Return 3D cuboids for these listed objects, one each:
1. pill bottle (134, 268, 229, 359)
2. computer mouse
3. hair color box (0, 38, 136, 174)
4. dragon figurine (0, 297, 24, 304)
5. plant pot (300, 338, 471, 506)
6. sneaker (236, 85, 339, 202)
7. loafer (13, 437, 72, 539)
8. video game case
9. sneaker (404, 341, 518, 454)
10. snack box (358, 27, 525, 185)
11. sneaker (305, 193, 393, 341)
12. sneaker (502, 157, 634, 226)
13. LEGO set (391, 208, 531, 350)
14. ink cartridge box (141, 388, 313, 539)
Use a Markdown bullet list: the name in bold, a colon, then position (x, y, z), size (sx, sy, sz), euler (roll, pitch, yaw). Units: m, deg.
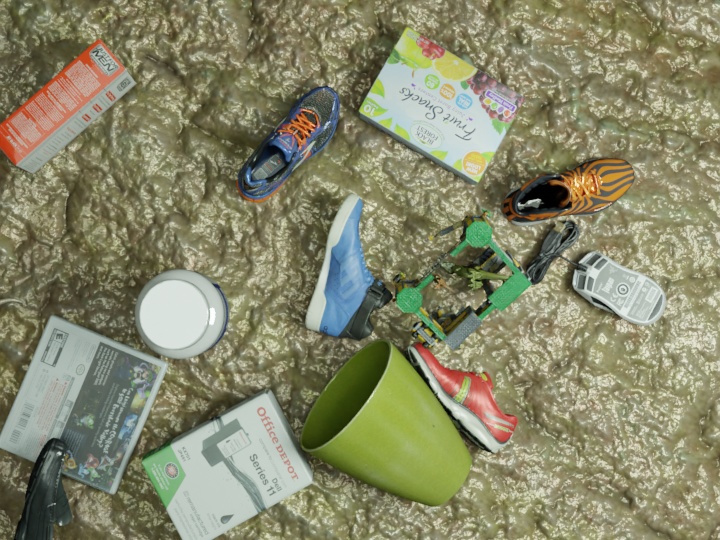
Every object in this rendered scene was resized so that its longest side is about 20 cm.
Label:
- **pill bottle**: position (-0.241, 0.059, 1.579), size (0.119, 0.200, 0.121), euler (0, 88, -2)
- **computer mouse**: position (0.343, 0.016, 1.687), size (0.199, 0.044, 0.110), euler (31, 83, 4)
- **hair color box**: position (-0.411, -0.226, 1.631), size (0.200, 0.102, 0.061), euler (-41, 90, -4)
- **dragon figurine**: position (-0.561, 0.106, 1.634), size (0.059, 0.099, 0.200), euler (40, 68, 1)
- **plant pot**: position (0.052, 0.229, 1.613), size (0.200, 0.187, 0.188), euler (40, 87, -15)
- **sneaker**: position (-0.098, -0.178, 1.654), size (0.075, 0.078, 0.200), euler (38, 87, -2)
- **loafer**: position (-0.433, 0.329, 1.625), size (0.070, 0.068, 0.202), euler (14, 101, -16)
- **video game case**: position (-0.393, 0.190, 1.659), size (0.181, 0.023, 0.201), euler (23, 87, -1)
- **sneaker**: position (0.144, 0.168, 1.666), size (0.200, 0.077, 0.085), euler (46, 76, -7)
- **snack box**: position (0.115, -0.234, 1.677), size (0.199, 0.053, 0.143), euler (30, 89, -1)
- **sneaker**: position (0.000, 0.000, 1.651), size (0.110, 0.077, 0.202), euler (16, 92, 4)
- **sneaker**: position (0.303, -0.110, 1.652), size (0.199, 0.112, 0.078), euler (-20, 90, -3)
- **LEGO set**: position (0.139, 0.009, 1.640), size (0.153, 0.116, 0.200), euler (36, 102, -12)
- **ink cartridge box**: position (-0.182, 0.275, 1.634), size (0.199, 0.083, 0.147), euler (-29, 90, -4)
